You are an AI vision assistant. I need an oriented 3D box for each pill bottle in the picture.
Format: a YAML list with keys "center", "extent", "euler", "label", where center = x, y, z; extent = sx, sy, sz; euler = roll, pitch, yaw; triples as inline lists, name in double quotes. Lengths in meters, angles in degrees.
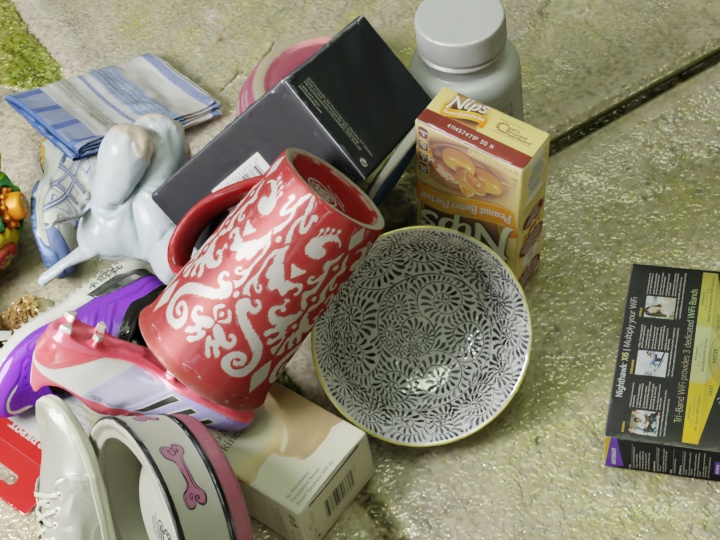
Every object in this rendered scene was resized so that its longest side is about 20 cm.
- center: [0.108, -0.184, 1.491]
  extent: [0.114, 0.200, 0.115]
  euler: [-5, 50, 6]
  label: "pill bottle"

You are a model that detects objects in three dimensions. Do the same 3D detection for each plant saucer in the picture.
- center: [-0.042, -0.198, 1.624]
  extent: [0.199, 0.051, 0.201]
  euler: [-4, 50, 5]
  label: "plant saucer"

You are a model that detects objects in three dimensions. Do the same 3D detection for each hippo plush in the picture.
- center: [-0.190, -0.052, 1.461]
  extent: [0.160, 0.160, 0.200]
  euler: [31, 42, 16]
  label: "hippo plush"

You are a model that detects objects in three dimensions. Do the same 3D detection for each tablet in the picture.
- center: [0.024, -0.088, 1.441]
  extent: [0.014, 0.200, 0.130]
  euler: [37, 62, 2]
  label: "tablet"

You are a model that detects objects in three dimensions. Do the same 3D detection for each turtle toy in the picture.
- center: [-0.413, -0.028, 1.493]
  extent: [0.101, 0.146, 0.200]
  euler: [40, 51, 7]
  label: "turtle toy"

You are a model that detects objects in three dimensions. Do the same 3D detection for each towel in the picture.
- center: [-0.272, -0.186, 1.627]
  extent: [0.199, 0.024, 0.147]
  euler: [-23, 47, -36]
  label: "towel"

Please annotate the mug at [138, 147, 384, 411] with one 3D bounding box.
- center: [-0.096, -0.010, 1.268]
  extent: [0.177, 0.133, 0.200]
  euler: [44, 109, 13]
  label: "mug"

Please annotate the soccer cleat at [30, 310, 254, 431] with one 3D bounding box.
- center: [-0.193, 0.104, 1.292]
  extent: [0.199, 0.077, 0.067]
  euler: [23, 21, -9]
  label: "soccer cleat"

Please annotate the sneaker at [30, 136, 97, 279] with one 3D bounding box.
- center: [-0.296, -0.080, 1.556]
  extent: [0.088, 0.075, 0.201]
  euler: [-7, 52, 3]
  label: "sneaker"

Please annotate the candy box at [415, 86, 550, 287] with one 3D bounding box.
- center: [0.114, -0.070, 1.393]
  extent: [0.115, 0.200, 0.055]
  euler: [28, 59, 22]
  label: "candy box"

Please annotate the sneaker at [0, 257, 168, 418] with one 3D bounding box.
- center: [-0.246, 0.076, 1.339]
  extent: [0.200, 0.070, 0.099]
  euler: [-41, 61, -20]
  label: "sneaker"

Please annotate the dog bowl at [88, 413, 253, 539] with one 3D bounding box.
- center: [-0.158, 0.210, 1.233]
  extent: [0.074, 0.201, 0.200]
  euler: [-15, 48, -29]
  label: "dog bowl"

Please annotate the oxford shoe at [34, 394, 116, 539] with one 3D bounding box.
- center: [-0.252, 0.207, 1.261]
  extent: [0.058, 0.201, 0.075]
  euler: [-14, 2, -31]
  label: "oxford shoe"

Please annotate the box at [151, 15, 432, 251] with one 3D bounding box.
- center: [-0.060, -0.117, 1.407]
  extent: [0.200, 0.123, 0.198]
  euler: [-36, 9, 34]
  label: "box"

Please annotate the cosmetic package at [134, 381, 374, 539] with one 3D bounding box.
- center: [-0.097, 0.156, 1.335]
  extent: [0.199, 0.071, 0.105]
  euler: [26, 59, 26]
  label: "cosmetic package"

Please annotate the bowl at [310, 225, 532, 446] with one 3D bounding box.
- center: [0.053, 0.055, 1.357]
  extent: [0.200, 0.202, 0.094]
  euler: [-13, 7, -2]
  label: "bowl"

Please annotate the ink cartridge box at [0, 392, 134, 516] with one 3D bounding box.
- center: [-0.270, 0.146, 1.374]
  extent: [0.116, 0.067, 0.200]
  euler: [28, 61, 28]
  label: "ink cartridge box"

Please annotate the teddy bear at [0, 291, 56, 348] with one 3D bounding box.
- center: [-0.379, 0.086, 1.448]
  extent: [0.199, 0.067, 0.145]
  euler: [-28, 53, -20]
  label: "teddy bear"

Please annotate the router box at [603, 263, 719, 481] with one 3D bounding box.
- center: [0.312, 0.092, 1.332]
  extent: [0.156, 0.052, 0.201]
  euler: [7, 53, 15]
  label: "router box"
